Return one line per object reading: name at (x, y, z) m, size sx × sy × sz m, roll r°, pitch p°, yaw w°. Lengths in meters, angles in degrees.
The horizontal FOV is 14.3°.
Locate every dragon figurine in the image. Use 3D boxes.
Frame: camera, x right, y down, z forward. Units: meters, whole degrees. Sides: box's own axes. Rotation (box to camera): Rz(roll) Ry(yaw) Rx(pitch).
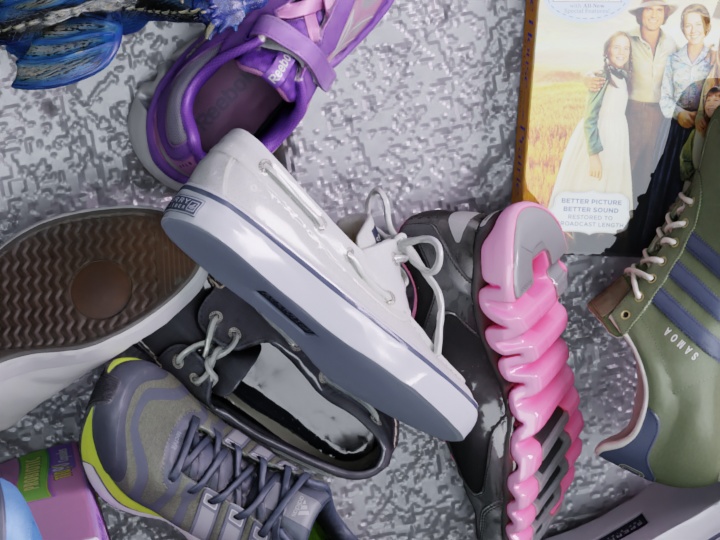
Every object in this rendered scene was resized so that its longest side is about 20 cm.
dragon figurine at (-0.145, -0.122, 1.372) m, size 0.200 × 0.099 × 0.059 m, roll -16°, pitch 103°, yaw 0°

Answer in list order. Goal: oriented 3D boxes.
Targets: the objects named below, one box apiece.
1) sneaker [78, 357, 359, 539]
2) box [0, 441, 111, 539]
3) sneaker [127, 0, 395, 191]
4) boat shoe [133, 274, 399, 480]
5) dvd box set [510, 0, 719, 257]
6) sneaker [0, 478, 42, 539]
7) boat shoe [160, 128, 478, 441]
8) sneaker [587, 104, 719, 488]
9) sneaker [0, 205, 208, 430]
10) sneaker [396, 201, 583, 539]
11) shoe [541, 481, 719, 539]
sneaker at (-0.061, 0.106, 1.409) m, size 0.200 × 0.081 × 0.074 m, roll 43°, pitch 59°, yaw -41°
box at (-0.148, 0.209, 1.401) m, size 0.097 × 0.176 × 0.200 m, roll -19°, pitch 103°, yaw -5°
sneaker at (-0.034, -0.118, 1.398) m, size 0.080 × 0.088 × 0.200 m, roll 35°, pitch 93°, yaw -12°
boat shoe at (-0.061, 0.038, 1.437) m, size 0.200 × 0.063 × 0.073 m, roll 37°, pitch 97°, yaw -13°
dvd box set at (0.155, -0.106, 1.460) m, size 0.146 × 0.029 × 0.200 m, roll 3°, pitch 101°, yaw -9°
sneaker at (-0.137, 0.183, 1.278) m, size 0.078 × 0.066 × 0.200 m, roll -10°, pitch 103°, yaw -18°
boat shoe at (-0.003, -0.001, 1.388) m, size 0.202 × 0.075 × 0.086 m, roll 40°, pitch 71°, yaw -25°
sneaker at (0.159, 0.011, 1.435) m, size 0.090 × 0.067 × 0.200 m, roll 3°, pitch 93°, yaw 7°
sneaker at (-0.164, 0.029, 1.409) m, size 0.200 × 0.085 × 0.073 m, roll -24°, pitch 73°, yaw 3°
sneaker at (0.058, 0.055, 1.465) m, size 0.095 × 0.079 × 0.200 m, roll 6°, pitch 115°, yaw 25°
shoe at (0.133, 0.180, 1.493) m, size 0.200 × 0.071 × 0.091 m, roll -29°, pitch 113°, yaw 4°
